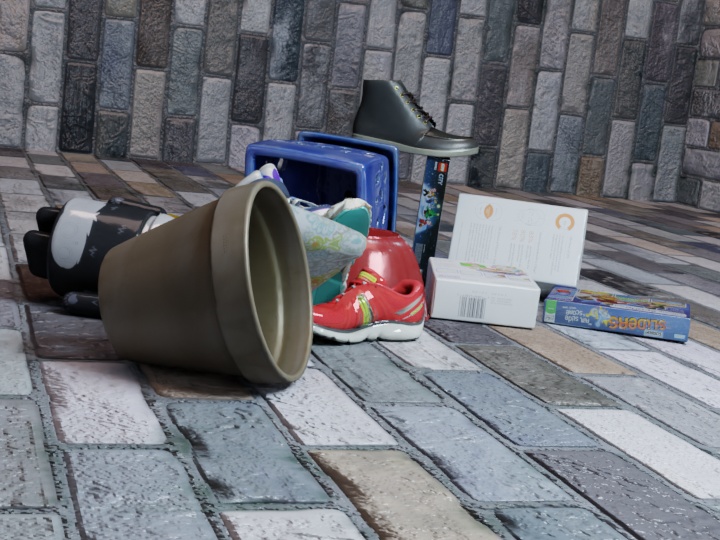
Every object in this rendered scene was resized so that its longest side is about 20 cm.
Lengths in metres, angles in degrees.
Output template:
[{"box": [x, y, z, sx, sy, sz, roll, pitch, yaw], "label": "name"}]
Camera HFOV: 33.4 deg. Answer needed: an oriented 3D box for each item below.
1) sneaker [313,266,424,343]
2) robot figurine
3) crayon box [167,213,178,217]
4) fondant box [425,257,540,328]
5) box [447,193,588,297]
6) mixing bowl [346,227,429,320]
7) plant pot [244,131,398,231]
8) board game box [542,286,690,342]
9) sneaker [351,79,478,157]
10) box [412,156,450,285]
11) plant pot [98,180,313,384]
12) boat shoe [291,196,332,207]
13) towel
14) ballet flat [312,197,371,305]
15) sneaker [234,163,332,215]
[{"box": [-0.007, 0.038, 1.432, 0.199, 0.085, 0.077, -1, 11, -38], "label": "sneaker"}, {"box": [-0.299, -0.017, 1.444, 0.199, 0.151, 0.125, 10, -3, 5], "label": "robot figurine"}, {"box": [-0.337, -0.052, 1.843, 0.200, 0.059, 0.172, -1, 12, -40], "label": "crayon box"}, {"box": [0.168, 0.029, 1.701, 0.144, 0.058, 0.200, 6, 10, 0], "label": "fondant box"}, {"box": [0.244, -0.035, 1.860, 0.199, 0.125, 0.098, 9, -14, 11], "label": "box"}, {"box": [0.000, 0.000, 1.606, 0.199, 0.109, 0.200, 7, 10, -1], "label": "mixing bowl"}, {"box": [-0.047, -0.100, 1.799, 0.199, 0.201, 0.180, 11, 23, 22], "label": "plant pot"}, {"box": [0.366, 0.060, 1.709, 0.199, 0.035, 0.135, 8, 9, 14], "label": "board game box"}, {"box": [0.087, -0.233, 1.836, 0.199, 0.107, 0.075, 10, 10, 11], "label": "sneaker"}, {"box": [0.108, -0.083, 1.893, 0.038, 0.201, 0.137, 9, 10, 3], "label": "box"}, {"box": [-0.157, 0.022, 1.188, 0.173, 0.201, 0.200, -8, 6, 13], "label": "plant pot"}, {"box": [-0.130, -0.073, 1.653, 0.199, 0.069, 0.084, -9, -19, 13], "label": "boat shoe"}, {"box": [-0.119, -0.010, 1.354, 0.171, 0.048, 0.200, 17, -41, -44], "label": "towel"}, {"box": [-0.042, -0.022, 1.444, 0.072, 0.200, 0.072, 12, 40, -11], "label": "ballet flat"}, {"box": [-0.104, -0.086, 1.545, 0.200, 0.147, 0.080, -23, -32, 36], "label": "sneaker"}]
